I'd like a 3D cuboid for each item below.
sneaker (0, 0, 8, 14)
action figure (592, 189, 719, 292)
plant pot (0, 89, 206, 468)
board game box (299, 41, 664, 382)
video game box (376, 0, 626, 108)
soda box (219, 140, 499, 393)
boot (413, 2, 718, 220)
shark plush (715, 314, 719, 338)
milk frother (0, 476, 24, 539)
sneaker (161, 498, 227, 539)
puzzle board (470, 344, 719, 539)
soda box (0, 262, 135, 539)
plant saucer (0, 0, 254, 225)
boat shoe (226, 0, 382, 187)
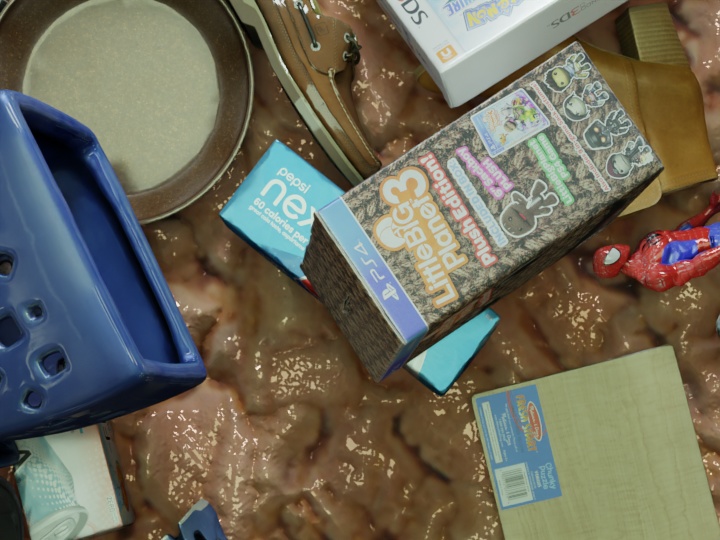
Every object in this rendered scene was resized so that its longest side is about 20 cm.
[{"bbox_3d":[-0.317,-0.167,1.314,0.083,0.081,0.201,27,87,9],"label":"sneaker"},{"bbox_3d":[0.260,-0.024,1.292,0.198,0.066,0.052,-15,117,0],"label":"action figure"},{"bbox_3d":[-0.231,0.022,1.174,0.179,0.200,0.201,-27,85,6],"label":"plant pot"},{"bbox_3d":[0.072,-0.033,1.175,0.199,0.160,0.097,-34,83,-10],"label":"board game box"},{"bbox_3d":[0.102,-0.231,1.282,0.199,0.047,0.183,-32,55,-1],"label":"video game box"},{"bbox_3d":[0.000,0.000,1.288,0.200,0.064,0.068,38,87,5],"label":"soda box"},{"bbox_3d":[0.147,-0.102,1.297,0.199,0.071,0.145,-12,83,-4],"label":"boot"},{"bbox_3d":[0.346,0.035,1.256,0.198,0.083,0.092,5,88,17],"label":"shark plush"},{"bbox_3d":[-0.341,0.235,1.240,0.186,0.181,0.201,7,129,19],"label":"milk frother"},{"bbox_3d":[-0.130,0.270,1.266,0.115,0.081,0.200,37,85,7],"label":"sneaker"},{"bbox_3d":[0.173,0.168,1.300,0.149,0.017,0.202,-14,84,1],"label":"puzzle board"},{"bbox_3d":[-0.218,0.091,1.293,0.068,0.064,0.202,-16,84,0],"label":"soda box"},{"bbox_3d":[-0.174,-0.129,1.326,0.198,0.037,0.202,0,84,2],"label":"plant saucer"},{"bbox_3d":[-0.032,-0.154,1.306,0.068,0.072,0.201,-31,85,-1],"label":"boat shoe"}]
